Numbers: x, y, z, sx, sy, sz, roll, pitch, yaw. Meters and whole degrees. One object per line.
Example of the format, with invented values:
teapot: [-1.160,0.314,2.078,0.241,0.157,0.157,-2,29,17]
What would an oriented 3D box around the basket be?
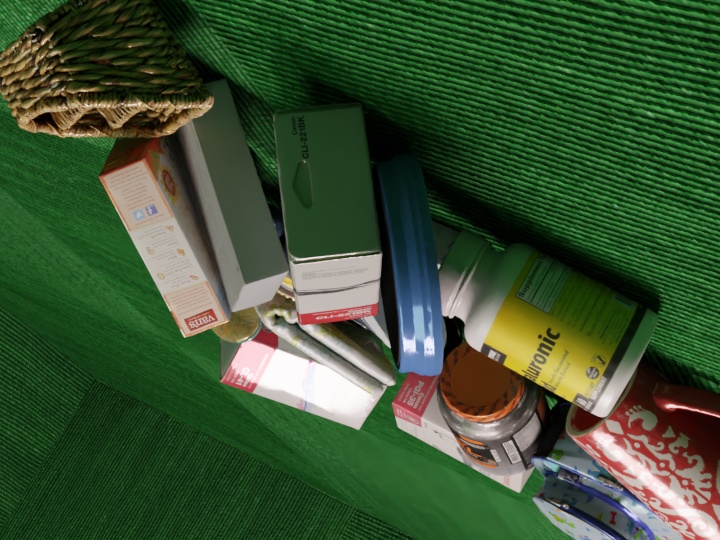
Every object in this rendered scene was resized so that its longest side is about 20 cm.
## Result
basket: [-0.247,-0.165,1.349,0.150,0.142,0.200,57,159,-11]

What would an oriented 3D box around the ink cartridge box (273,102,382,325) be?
ink cartridge box: [-0.030,-0.048,1.350,0.083,0.145,0.200,-7,163,-2]

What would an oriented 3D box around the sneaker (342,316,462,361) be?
sneaker: [0.044,0.049,1.715,0.200,0.071,0.099,35,163,-35]

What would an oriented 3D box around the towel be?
towel: [-0.057,0.058,1.728,0.200,0.048,0.171,35,-174,-29]

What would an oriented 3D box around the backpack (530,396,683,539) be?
backpack: [0.310,0.263,1.733,0.199,0.148,0.183,20,164,26]

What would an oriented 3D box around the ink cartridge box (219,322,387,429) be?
ink cartridge box: [-0.075,0.102,1.868,0.199,0.086,0.148,23,-152,-18]

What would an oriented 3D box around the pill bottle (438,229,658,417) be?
pill bottle: [0.166,0.043,1.363,0.199,0.112,0.111,29,165,9]

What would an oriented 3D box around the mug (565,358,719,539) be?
mug: [0.333,0.170,1.501,0.200,0.178,0.134,38,-160,-11]

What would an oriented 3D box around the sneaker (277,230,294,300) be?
sneaker: [0.000,0.000,1.622,0.199,0.090,0.075,12,-147,-21]

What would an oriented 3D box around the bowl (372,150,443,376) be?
bowl: [0.040,-0.005,1.309,0.039,0.202,0.201,-7,164,-4]

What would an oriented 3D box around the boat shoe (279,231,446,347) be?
boat shoe: [0.001,0.019,1.519,0.200,0.071,0.091,44,161,-13]

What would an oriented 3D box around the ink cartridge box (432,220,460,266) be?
ink cartridge box: [0.044,-0.026,1.502,0.199,0.044,0.094,25,162,22]

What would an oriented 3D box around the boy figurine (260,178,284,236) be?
boy figurine: [-0.154,-0.070,1.678,0.199,0.064,0.125,30,131,9]

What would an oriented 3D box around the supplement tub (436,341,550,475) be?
supplement tub: [0.159,0.160,1.734,0.122,0.123,0.200,24,163,24]

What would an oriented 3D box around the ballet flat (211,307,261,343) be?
ballet flat: [-0.173,0.021,1.794,0.071,0.071,0.200,39,-169,-29]

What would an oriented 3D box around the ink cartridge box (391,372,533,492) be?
ink cartridge box: [0.150,0.208,1.984,0.199,0.083,0.147,27,165,13]

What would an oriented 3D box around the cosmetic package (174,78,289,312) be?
cosmetic package: [-0.131,-0.071,1.462,0.151,0.051,0.201,127,125,-77]

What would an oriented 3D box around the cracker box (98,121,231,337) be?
cracker box: [-0.195,-0.049,1.533,0.134,0.057,0.201,-86,-27,-64]
